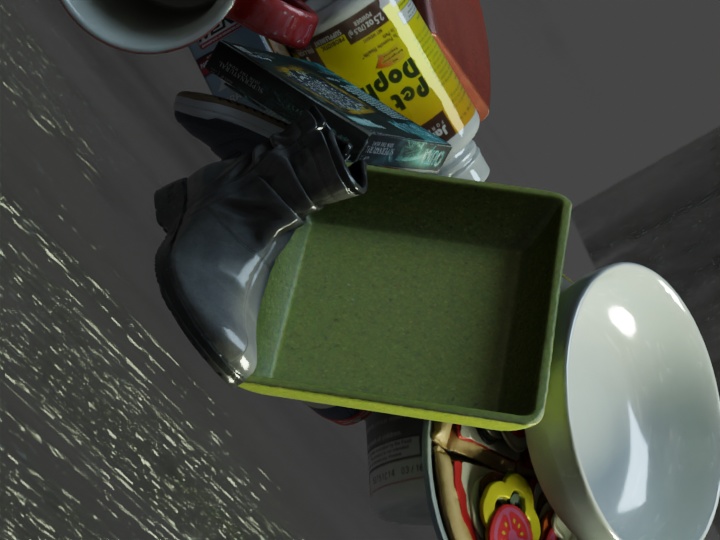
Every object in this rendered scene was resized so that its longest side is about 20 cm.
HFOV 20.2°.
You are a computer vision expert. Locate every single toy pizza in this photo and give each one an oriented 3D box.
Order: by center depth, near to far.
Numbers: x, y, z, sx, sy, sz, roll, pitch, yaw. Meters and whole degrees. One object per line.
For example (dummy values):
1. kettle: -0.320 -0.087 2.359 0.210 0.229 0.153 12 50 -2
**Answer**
1. toy pizza: 0.109 0.133 1.333 0.200 0.032 0.201 21 63 -48

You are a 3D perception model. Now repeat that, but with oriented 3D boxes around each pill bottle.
1. pill bottle: 0.058 0.070 1.416 0.114 0.114 0.200 39 44 -64
2. pill bottle: 0.027 -0.147 1.694 0.200 0.109 0.109 58 11 -16

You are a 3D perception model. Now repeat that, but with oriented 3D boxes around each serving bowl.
1. serving bowl: 0.164 0.098 1.333 0.200 0.066 0.201 20 65 -49

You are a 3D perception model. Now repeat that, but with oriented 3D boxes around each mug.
1. mug: -0.125 -0.207 1.418 0.178 0.133 0.200 56 6 -7

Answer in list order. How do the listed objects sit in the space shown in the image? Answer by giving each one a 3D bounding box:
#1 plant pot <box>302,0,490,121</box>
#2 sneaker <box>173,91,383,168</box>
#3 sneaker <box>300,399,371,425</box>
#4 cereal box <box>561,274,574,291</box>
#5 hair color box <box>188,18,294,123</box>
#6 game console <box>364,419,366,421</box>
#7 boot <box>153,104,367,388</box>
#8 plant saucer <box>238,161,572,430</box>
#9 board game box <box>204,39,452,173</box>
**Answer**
1. plant pot: 0.011 -0.203 1.848 0.200 0.200 0.176 49 16 -49
2. sneaker: -0.059 -0.050 1.474 0.200 0.109 0.070 24 1 -16
3. sneaker: -0.037 0.021 1.395 0.085 0.075 0.200 57 15 -57
4. cereal box: 0.170 0.042 1.638 0.144 0.040 0.200 46 -2 -35
5. hair color box: -0.066 -0.119 1.642 0.200 0.061 0.099 63 10 13
6. game console: 0.095 0.104 1.563 0.200 0.031 0.177 46 58 -14
7. boot: -0.056 -0.026 1.234 0.070 0.131 0.200 53 12 -38
8. plant saucer: 0.026 0.022 1.294 0.048 0.200 0.200 92 8 -47
9. board game box: -0.019 -0.119 1.505 0.135 0.028 0.200 33 11 16
